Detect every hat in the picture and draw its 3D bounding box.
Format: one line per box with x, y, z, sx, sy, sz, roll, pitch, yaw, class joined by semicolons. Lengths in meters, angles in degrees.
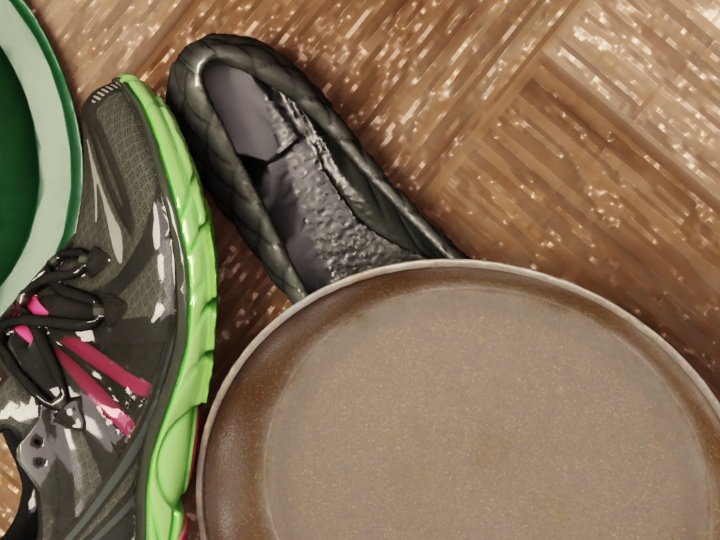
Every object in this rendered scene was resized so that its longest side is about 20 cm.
-0.190;-0.048;0.774;0.164;0.176;0.201;-18;92;4;hat

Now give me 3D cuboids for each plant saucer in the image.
0.042;0.084;0.817;0.198;0.032;0.202;6;115;13;plant saucer

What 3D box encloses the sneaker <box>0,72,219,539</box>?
-0.097;0.031;0.816;0.083;0.077;0.202;6;97;-15;sneaker

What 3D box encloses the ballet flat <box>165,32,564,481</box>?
0.000;0.000;0.827;0.066;0.057;0.200;-43;92;4;ballet flat
